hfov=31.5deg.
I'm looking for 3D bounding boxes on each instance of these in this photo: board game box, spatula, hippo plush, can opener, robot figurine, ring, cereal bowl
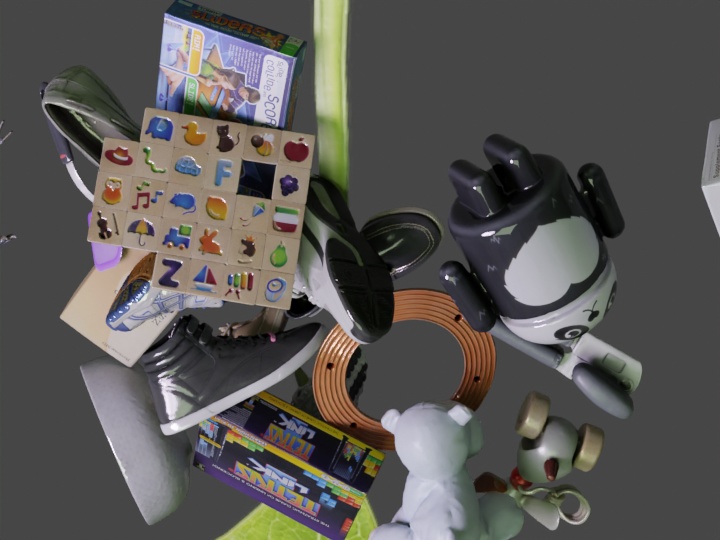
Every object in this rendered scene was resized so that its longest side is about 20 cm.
[{"bbox_3d":[-0.084,0.209,1.404,0.198,0.057,0.166,27,147,5],"label":"board game box"},{"bbox_3d":[-0.290,-0.098,1.316,0.056,0.020,0.202,-13,101,46],"label":"spatula"},{"bbox_3d":[0.064,0.218,1.312,0.158,0.199,0.163,-16,86,25],"label":"hippo plush"},{"bbox_3d":[0.196,0.074,1.284,0.199,0.067,0.053,31,108,1],"label":"can opener"},{"bbox_3d":[0.158,-0.025,1.179,0.149,0.125,0.201,-17,118,30],"label":"robot figurine"},{"bbox_3d":[-0.133,-0.152,1.248,0.134,0.035,0.201,20,131,5],"label":"board game box"},{"bbox_3d":[0.046,0.104,1.345,0.198,0.019,0.203,-5,120,-9],"label":"ring"},{"bbox_3d":[-0.248,0.185,1.473,0.083,0.200,0.202,-24,123,-10],"label":"cereal bowl"}]

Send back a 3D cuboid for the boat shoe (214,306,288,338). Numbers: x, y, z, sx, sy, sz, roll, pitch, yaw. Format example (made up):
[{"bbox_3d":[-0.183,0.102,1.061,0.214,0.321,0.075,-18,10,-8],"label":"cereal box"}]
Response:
[{"bbox_3d":[-0.137,0.093,1.418,0.064,0.073,0.200,30,136,-6],"label":"boat shoe"}]

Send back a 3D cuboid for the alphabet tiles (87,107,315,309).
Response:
[{"bbox_3d":[-0.151,-0.061,1.201,0.197,0.170,0.008,9,173,-3],"label":"alphabet tiles"}]

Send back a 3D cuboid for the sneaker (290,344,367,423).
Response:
[{"bbox_3d":[-0.042,0.148,1.427,0.080,0.075,0.202,22,131,14],"label":"sneaker"}]

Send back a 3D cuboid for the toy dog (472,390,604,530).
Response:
[{"bbox_3d":[0.188,0.229,1.383,0.130,0.097,0.202,11,129,12],"label":"toy dog"}]

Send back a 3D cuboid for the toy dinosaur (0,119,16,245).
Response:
[{"bbox_3d":[-0.457,-0.097,1.381,0.199,0.105,0.183,-24,95,47],"label":"toy dinosaur"}]

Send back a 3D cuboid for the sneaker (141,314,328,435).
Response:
[{"bbox_3d":[-0.133,0.078,1.303,0.198,0.071,0.100,-28,99,-10],"label":"sneaker"}]

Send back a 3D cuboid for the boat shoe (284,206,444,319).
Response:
[{"bbox_3d":[0.000,0.000,1.298,0.199,0.063,0.073,-24,115,33],"label":"boat shoe"}]

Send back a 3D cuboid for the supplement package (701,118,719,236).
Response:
[{"bbox_3d":[0.399,-0.078,1.061,0.198,0.110,0.114,-14,120,29],"label":"supplement package"}]

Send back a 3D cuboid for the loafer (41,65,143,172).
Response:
[{"bbox_3d":[-0.230,-0.110,1.247,0.200,0.070,0.070,42,127,-15],"label":"loafer"}]

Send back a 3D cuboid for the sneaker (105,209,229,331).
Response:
[{"bbox_3d":[-0.175,0.018,1.276,0.088,0.076,0.199,37,128,-24],"label":"sneaker"}]

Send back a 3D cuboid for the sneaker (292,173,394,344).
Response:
[{"bbox_3d":[-0.039,0.013,1.249,0.075,0.202,0.116,8,133,-38],"label":"sneaker"}]

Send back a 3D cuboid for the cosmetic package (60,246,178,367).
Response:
[{"bbox_3d":[-0.233,0.006,1.383,0.105,0.071,0.200,35,130,-9],"label":"cosmetic package"}]
